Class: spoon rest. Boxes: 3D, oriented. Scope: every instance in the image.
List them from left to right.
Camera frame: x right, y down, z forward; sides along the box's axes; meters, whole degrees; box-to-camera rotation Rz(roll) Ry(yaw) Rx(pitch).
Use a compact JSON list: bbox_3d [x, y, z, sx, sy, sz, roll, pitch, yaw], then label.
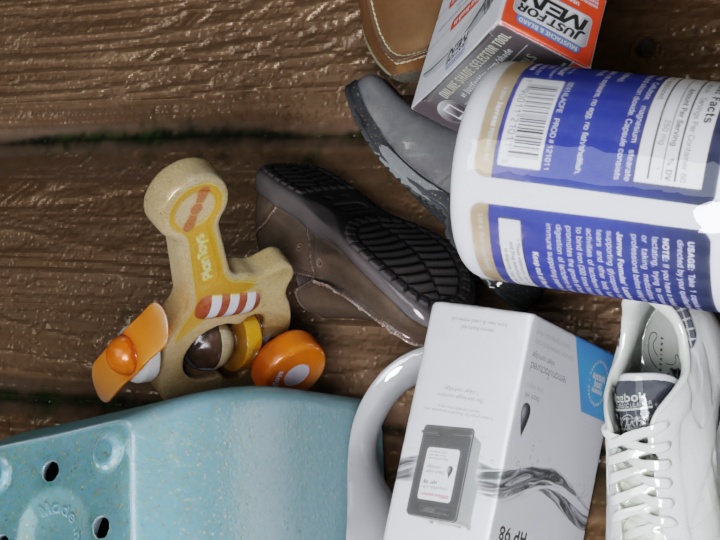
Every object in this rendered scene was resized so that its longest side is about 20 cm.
[{"bbox_3d":[0.019,0.141,1.048,0.060,0.099,0.201,2,66,23],"label":"spoon rest"}]

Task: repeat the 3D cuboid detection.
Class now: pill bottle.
[{"bbox_3d":[0.155,-0.040,0.917,0.199,0.116,0.116,9,81,22],"label":"pill bottle"}]

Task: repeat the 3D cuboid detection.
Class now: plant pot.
[{"bbox_3d":[-0.116,0.166,1.057,0.196,0.200,0.197,-14,68,29],"label":"plant pot"}]

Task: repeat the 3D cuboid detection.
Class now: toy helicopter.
[{"bbox_3d":[-0.100,0.014,1.060,0.132,0.200,0.079,-26,52,-17],"label":"toy helicopter"}]

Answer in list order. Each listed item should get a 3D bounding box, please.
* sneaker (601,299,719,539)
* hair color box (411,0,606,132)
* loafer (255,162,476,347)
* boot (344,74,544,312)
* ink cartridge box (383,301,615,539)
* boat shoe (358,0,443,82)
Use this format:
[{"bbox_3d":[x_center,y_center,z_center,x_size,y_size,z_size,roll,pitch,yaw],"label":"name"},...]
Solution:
[{"bbox_3d":[0.157,0.108,0.967,0.076,0.080,0.201,-4,76,30],"label":"sneaker"},{"bbox_3d":[0.100,-0.182,1.040,0.111,0.064,0.201,-41,28,58],"label":"hair color box"},{"bbox_3d":[0.000,0.000,1.114,0.200,0.073,0.071,40,125,48],"label":"loafer"},{"bbox_3d":[0.088,-0.079,1.088,0.132,0.070,0.200,-43,61,6],"label":"boot"},{"bbox_3d":[0.073,0.129,0.994,0.066,0.116,0.201,6,80,33],"label":"ink cartridge box"},{"bbox_3d":[0.023,-0.209,1.129,0.075,0.074,0.201,-16,54,15],"label":"boat shoe"}]
